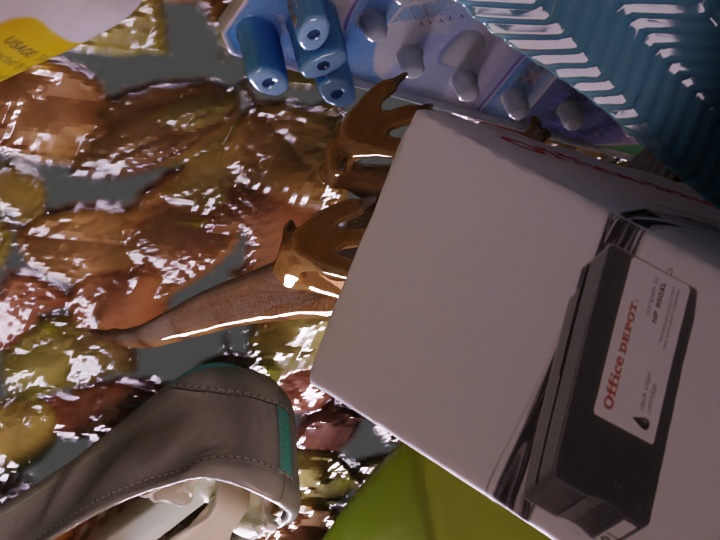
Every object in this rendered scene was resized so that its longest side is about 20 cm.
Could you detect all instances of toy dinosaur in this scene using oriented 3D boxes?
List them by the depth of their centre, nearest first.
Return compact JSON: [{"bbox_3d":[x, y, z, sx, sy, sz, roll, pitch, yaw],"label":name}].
[{"bbox_3d":[0.000,0.000,0.786,0.199,0.061,0.106,-12,152,10],"label":"toy dinosaur"}]

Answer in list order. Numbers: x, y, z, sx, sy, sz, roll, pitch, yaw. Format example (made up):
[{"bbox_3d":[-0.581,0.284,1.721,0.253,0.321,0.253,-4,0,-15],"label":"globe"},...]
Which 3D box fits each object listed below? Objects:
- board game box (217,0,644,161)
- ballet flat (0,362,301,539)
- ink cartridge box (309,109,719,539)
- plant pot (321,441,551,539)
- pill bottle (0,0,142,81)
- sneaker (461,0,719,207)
[{"bbox_3d":[0.092,-0.100,0.750,0.199,0.026,0.200,13,134,-30],"label":"board game box"},{"bbox_3d":[-0.099,0.103,0.912,0.200,0.064,0.067,-37,138,27],"label":"ballet flat"},{"bbox_3d":[0.107,0.041,0.689,0.144,0.200,0.085,15,102,-46],"label":"ink cartridge box"},{"bbox_3d":[0.100,0.159,0.909,0.199,0.182,0.199,-4,159,-14],"label":"plant pot"},{"bbox_3d":[-0.115,-0.090,0.625,0.199,0.112,0.111,-23,142,12],"label":"pill bottle"},{"bbox_3d":[0.064,-0.093,0.655,0.076,0.081,0.200,-28,133,20],"label":"sneaker"}]
